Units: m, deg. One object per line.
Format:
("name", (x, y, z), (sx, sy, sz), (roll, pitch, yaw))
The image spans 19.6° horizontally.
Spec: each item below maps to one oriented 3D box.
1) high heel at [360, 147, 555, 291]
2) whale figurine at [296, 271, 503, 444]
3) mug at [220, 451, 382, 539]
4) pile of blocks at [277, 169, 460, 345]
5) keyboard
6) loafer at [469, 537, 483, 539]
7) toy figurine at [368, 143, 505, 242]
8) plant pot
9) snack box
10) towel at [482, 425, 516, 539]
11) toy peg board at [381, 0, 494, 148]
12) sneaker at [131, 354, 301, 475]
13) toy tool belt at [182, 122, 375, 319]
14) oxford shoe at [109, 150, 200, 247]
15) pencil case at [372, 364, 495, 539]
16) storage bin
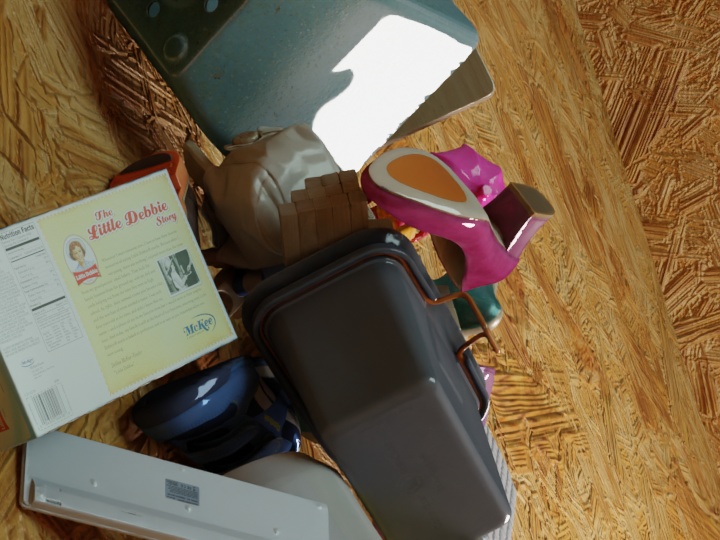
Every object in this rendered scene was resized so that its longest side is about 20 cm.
("high heel", (0.046, -0.027, 1.415), (0.200, 0.096, 0.067), (3, 46, -56))
("whale figurine", (0.011, 0.044, 1.564), (0.104, 0.200, 0.159), (46, 27, -28))
("mug", (-0.043, 0.206, 1.326), (0.187, 0.149, 0.153), (91, -26, -71))
("pile of blocks", (0.000, 0.000, 1.429), (0.200, 0.082, 0.062), (53, 15, -40))
("keyboard", (-0.104, 0.137, 1.213), (0.200, 0.011, 0.056), (19, 41, -26))
("loafer", (0.050, 0.232, 1.461), (0.068, 0.200, 0.076), (12, 65, -27))
("toy figurine", (0.045, -0.044, 1.816), (0.150, 0.184, 0.200), (65, 16, -10))
("plant pot", (-0.075, -0.192, 1.549), (0.196, 0.196, 0.200), (52, 17, 30))
("snack box", (-0.160, 0.019, 1.221), (0.200, 0.037, 0.116), (-26, 94, -55))
("towel", (0.067, 0.179, 1.789), (0.200, 0.086, 0.166), (-74, 142, -67))
("toy peg board", (-0.017, -0.193, 1.799), (0.098, 0.199, 0.200), (93, -28, -84))
("sneaker", (-0.087, 0.104, 1.395), (0.200, 0.074, 0.082), (4, 67, -71))
("toy tool belt", (-0.052, -0.008, 1.493), (0.125, 0.123, 0.200), (-41, 116, -33))
("oxford shoe", (-0.134, -0.009, 1.393), (0.200, 0.071, 0.073), (-82, 151, -61))
("pencil case", (0.050, 0.161, 1.624), (0.087, 0.087, 0.200), (28, 69, -66))
("storage bin", (0.031, 0.091, 1.378), (0.200, 0.146, 0.134), (60, 4, -42))
